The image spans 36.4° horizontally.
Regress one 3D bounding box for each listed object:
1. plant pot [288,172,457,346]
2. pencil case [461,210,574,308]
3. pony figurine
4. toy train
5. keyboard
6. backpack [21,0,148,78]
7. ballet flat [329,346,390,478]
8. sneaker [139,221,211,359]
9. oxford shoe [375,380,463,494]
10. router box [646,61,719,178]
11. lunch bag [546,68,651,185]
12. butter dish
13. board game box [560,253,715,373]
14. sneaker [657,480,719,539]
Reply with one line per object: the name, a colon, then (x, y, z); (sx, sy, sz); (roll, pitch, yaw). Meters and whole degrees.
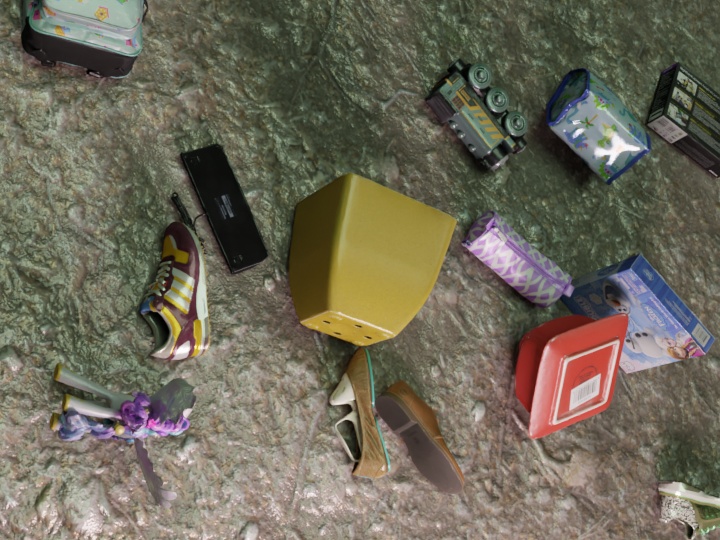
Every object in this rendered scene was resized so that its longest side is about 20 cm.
plant pot: (0.000, 0.000, 1.652); (0.194, 0.195, 0.201); (22, 70, -22)
pencil case: (0.268, -0.020, 1.865); (0.200, 0.085, 0.084); (38, 63, -15)
pony figurine: (-0.299, 0.196, 1.436); (0.199, 0.193, 0.167); (16, 101, -25)
toy train: (0.204, -0.271, 1.912); (0.114, 0.085, 0.200); (-43, 100, -19)
keyboard: (-0.224, -0.088, 1.649); (0.127, 0.021, 0.201); (-21, 85, -38)
backpack: (-0.391, -0.402, 1.576); (0.175, 0.153, 0.201); (10, 64, -21)
ballet flat: (-0.007, 0.218, 1.661); (0.072, 0.068, 0.201); (-9, 83, -12)
sneaker: (-0.270, 0.026, 1.556); (0.090, 0.075, 0.201); (-2, 76, -35)
oxford shoe: (0.107, 0.257, 1.704); (0.200, 0.071, 0.071); (57, 43, -7)
router box: (0.677, -0.301, 2.196); (0.200, 0.051, 0.150); (33, 60, -17)
lunch bag: (0.436, -0.277, 2.015); (0.170, 0.127, 0.200); (43, 30, -12)
butter dish: (0.325, 0.150, 1.819); (0.199, 0.148, 0.200); (-16, 124, -33)
board game box: (0.469, 0.079, 1.880); (0.200, 0.199, 0.043); (47, 61, -9)
sneaker: (0.598, 0.436, 1.931); (0.199, 0.077, 0.089); (23, 78, -16)
